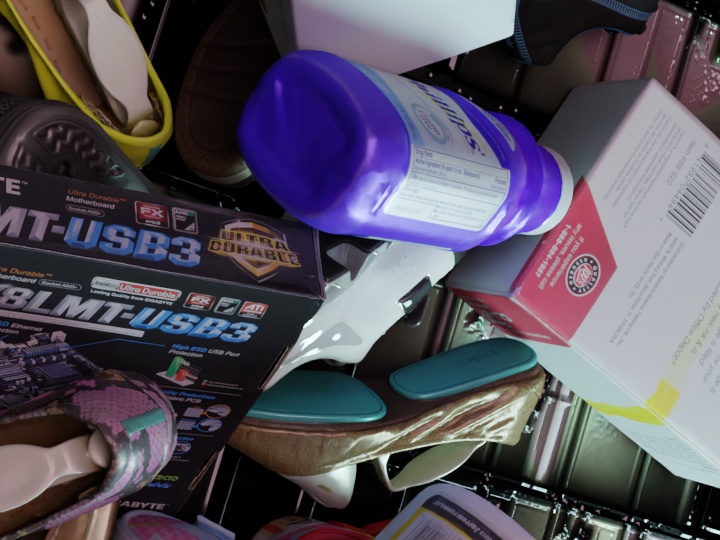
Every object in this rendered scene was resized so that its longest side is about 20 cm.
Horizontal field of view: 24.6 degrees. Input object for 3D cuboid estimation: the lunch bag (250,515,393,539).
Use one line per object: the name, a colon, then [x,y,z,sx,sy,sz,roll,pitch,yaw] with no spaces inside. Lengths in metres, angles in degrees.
lunch bag: [0.016,0.216,0.866,0.200,0.082,0.176,28,76,-22]

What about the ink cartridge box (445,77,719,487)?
ink cartridge box: [0.170,0.011,0.921,0.200,0.083,0.145,39,77,-21]

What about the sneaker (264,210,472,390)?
sneaker: [0.000,0.000,0.855,0.200,0.074,0.089,-25,138,-39]

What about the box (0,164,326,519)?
box: [-0.144,0.038,0.726,0.200,0.199,0.050,9,48,-24]

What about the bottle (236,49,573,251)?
bottle: [0.032,-0.049,0.764,0.200,0.084,0.065,8,123,-54]

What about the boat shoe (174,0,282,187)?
boat shoe: [-0.021,-0.119,0.830,0.202,0.075,0.075,-60,155,-17]

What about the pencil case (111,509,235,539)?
pencil case: [-0.113,0.215,0.782,0.083,0.091,0.200,25,94,20]

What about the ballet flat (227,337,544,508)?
ballet flat: [0.007,0.085,0.870,0.200,0.068,0.072,-9,115,-28]

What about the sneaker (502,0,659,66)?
sneaker: [0.153,-0.180,0.925,0.200,0.073,0.082,-22,123,-20]

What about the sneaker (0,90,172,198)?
sneaker: [-0.137,-0.020,0.792,0.076,0.114,0.199,-55,139,-13]

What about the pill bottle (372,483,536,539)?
pill bottle: [0.006,0.201,0.756,0.200,0.112,0.112,-43,108,-17]

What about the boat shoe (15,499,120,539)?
boat shoe: [-0.169,0.160,0.753,0.066,0.074,0.200,24,106,-14]

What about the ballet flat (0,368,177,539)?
ballet flat: [-0.171,0.095,0.691,0.200,0.071,0.069,-24,83,17]

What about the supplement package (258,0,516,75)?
supplement package: [-0.013,-0.198,0.756,0.109,0.114,0.200,-19,68,-7]

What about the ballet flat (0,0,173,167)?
ballet flat: [-0.144,-0.139,0.780,0.067,0.067,0.200,-32,105,-20]
